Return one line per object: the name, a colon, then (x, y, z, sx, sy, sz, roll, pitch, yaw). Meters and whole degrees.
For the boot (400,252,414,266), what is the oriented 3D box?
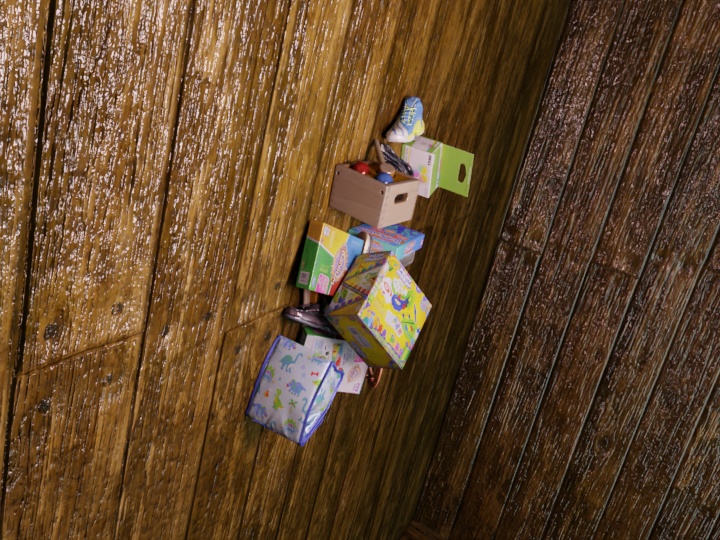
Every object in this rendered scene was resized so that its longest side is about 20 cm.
boot: (0.077, -0.021, 1.856, 0.196, 0.074, 0.181, -18, 171, -29)

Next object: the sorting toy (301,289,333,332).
sorting toy: (-0.090, 0.047, 1.707, 0.186, 0.036, 0.204, -50, 151, -42)

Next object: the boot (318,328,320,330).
boot: (-0.048, 0.209, 1.789, 0.078, 0.136, 0.201, -56, 163, -21)

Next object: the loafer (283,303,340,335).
loafer: (-0.109, 0.107, 1.632, 0.198, 0.071, 0.065, 23, 81, -47)

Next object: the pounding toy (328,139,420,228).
pounding toy: (0.040, -0.215, 1.623, 0.198, 0.181, 0.146, -19, 129, -52)

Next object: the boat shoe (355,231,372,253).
boat shoe: (0.000, 0.000, 1.739, 0.063, 0.072, 0.206, 7, 103, -31)

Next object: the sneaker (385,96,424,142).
sneaker: (0.117, -0.404, 1.779, 0.200, 0.074, 0.108, -44, 137, -61)

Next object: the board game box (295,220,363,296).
board game box: (-0.070, -0.020, 1.601, 0.199, 0.039, 0.158, 18, 84, -61)

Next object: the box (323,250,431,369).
box: (0.047, 0.096, 1.612, 0.201, 0.120, 0.195, 51, 54, -30)

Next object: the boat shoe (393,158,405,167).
boat shoe: (0.077, -0.204, 1.843, 0.203, 0.071, 0.073, -61, 165, -12)

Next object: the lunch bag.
lunch bag: (-0.157, 0.286, 1.577, 0.203, 0.166, 0.128, -62, 154, -18)

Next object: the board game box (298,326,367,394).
board game box: (-0.073, 0.235, 1.729, 0.195, 0.040, 0.157, 11, 110, -24)

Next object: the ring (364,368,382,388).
ring: (0.036, 0.211, 1.790, 0.200, 0.019, 0.207, -173, -90, -78)

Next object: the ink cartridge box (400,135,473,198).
ink cartridge box: (0.216, -0.287, 1.931, 0.076, 0.196, 0.151, -46, 149, -43)

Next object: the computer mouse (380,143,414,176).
computer mouse: (0.061, -0.218, 1.754, 0.138, 0.052, 0.203, 37, 80, -31)

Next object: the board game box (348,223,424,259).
board game box: (0.070, -0.086, 1.824, 0.199, 0.149, 0.046, -28, 136, -60)
